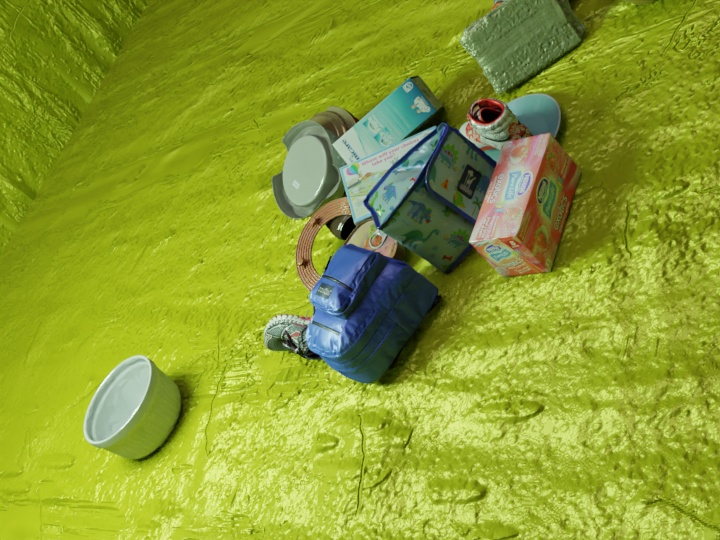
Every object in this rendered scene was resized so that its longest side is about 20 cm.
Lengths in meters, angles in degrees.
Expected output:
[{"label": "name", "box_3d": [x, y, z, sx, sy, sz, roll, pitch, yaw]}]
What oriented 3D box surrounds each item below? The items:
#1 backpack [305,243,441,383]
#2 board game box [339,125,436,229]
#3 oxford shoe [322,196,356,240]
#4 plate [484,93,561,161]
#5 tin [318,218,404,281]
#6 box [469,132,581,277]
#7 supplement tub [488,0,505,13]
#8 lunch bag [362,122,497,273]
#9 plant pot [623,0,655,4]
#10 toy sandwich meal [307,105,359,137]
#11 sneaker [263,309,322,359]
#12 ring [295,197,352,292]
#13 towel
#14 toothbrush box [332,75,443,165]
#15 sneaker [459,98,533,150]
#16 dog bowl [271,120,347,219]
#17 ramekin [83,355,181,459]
[{"label": "backpack", "box_3d": [-0.003, 0.069, 1.640, 0.201, 0.167, 0.162, -59, 28, -8]}, {"label": "board game box", "box_3d": [0.069, -0.169, 1.833, 0.198, 0.034, 0.135, -22, 55, 11]}, {"label": "oxford shoe", "box_3d": [0.023, -0.132, 1.911, 0.200, 0.073, 0.085, -45, 49, 10]}, {"label": "plate", "box_3d": [0.268, -0.223, 1.741, 0.199, 0.026, 0.201, -30, 38, 26]}, {"label": "tin", "box_3d": [0.000, 0.000, 1.785, 0.112, 0.042, 0.201, 37, 92, 34]}, {"label": "box", "box_3d": [0.259, -0.102, 1.560, 0.094, 0.103, 0.201, -8, 50, 45]}, {"label": "supplement tub", "box_3d": [0.334, -0.538, 1.892, 0.201, 0.122, 0.122, -56, 34, -10]}, {"label": "lunch bag", "box_3d": [0.135, -0.122, 1.645, 0.200, 0.169, 0.128, -50, 32, 14]}, {"label": "plant pot", "box_3d": [0.474, -0.544, 1.715, 0.199, 0.142, 0.201, -30, 38, 26]}, {"label": "toy sandwich meal", "box_3d": [-0.068, -0.248, 2.115, 0.204, 0.070, 0.207, -8, 79, 47]}, {"label": "sneaker", "box_3d": [-0.104, 0.122, 1.781, 0.199, 0.081, 0.075, -11, 51, 43]}, {"label": "ring", "box_3d": [-0.040, -0.045, 1.863, 0.199, 0.019, 0.202, -11, 68, 28]}, {"label": "towel", "box_3d": [0.295, -0.429, 1.818, 0.199, 0.149, 0.037, -35, 9, 21]}, {"label": "toothbrush box", "box_3d": [0.056, -0.282, 1.942, 0.200, 0.085, 0.146, -40, 3, 16]}, {"label": "sneaker", "box_3d": [0.213, -0.255, 1.716, 0.067, 0.108, 0.201, -52, 33, -4]}, {"label": "dog bowl", "box_3d": [-0.100, -0.202, 2.048, 0.199, 0.058, 0.202, -8, 79, 47]}, {"label": "ramekin", "box_3d": [-0.450, 0.282, 2.002, 0.199, 0.105, 0.201, -31, 37, 27]}]
